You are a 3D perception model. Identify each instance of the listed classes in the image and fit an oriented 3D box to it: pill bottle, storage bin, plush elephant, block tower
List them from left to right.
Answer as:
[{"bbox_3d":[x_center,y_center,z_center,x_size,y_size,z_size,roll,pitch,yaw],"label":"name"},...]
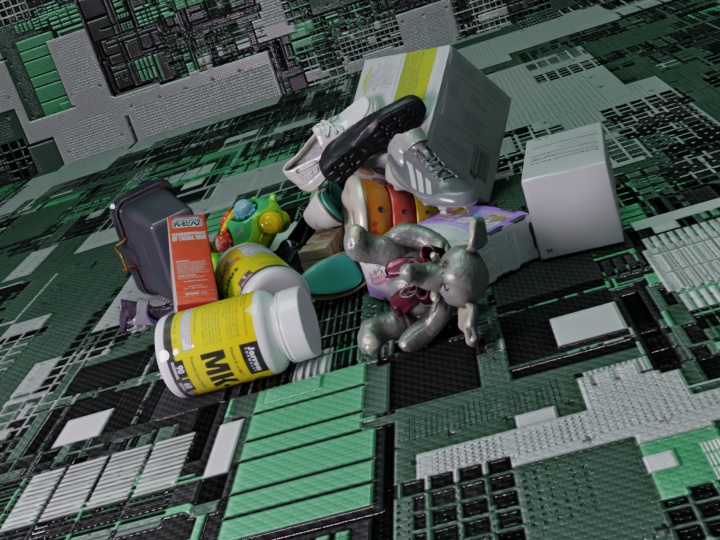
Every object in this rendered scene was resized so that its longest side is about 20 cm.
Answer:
[{"bbox_3d":[-0.342,-0.038,1.731,0.145,0.202,0.134,-28,30,-25],"label":"storage bin"},{"bbox_3d":[-0.159,0.091,1.309,0.198,0.115,0.115,-16,19,10],"label":"pill bottle"},{"bbox_3d":[-0.153,0.024,1.475,0.108,0.110,0.200,-24,23,-16],"label":"pill bottle"},{"bbox_3d":[-0.044,-0.050,1.675,0.057,0.055,0.200,-10,21,23],"label":"block tower"},{"bbox_3d":[0.090,0.013,1.214,0.197,0.167,0.155,1,-12,-14],"label":"plush elephant"}]

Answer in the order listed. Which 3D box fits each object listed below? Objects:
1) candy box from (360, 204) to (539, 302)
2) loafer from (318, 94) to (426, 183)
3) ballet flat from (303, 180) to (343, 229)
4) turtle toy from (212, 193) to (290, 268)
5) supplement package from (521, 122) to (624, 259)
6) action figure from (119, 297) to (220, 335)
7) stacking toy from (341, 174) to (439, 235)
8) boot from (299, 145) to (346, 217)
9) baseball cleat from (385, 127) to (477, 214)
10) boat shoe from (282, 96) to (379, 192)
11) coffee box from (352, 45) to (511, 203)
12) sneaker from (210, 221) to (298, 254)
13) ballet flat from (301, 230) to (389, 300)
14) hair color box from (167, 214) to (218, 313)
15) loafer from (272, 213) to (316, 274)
[{"bbox_3d":[0.123,-0.021,1.415,0.199,0.072,0.167,-27,21,-23],"label":"candy box"},{"bbox_3d":[0.015,-0.220,1.588,0.200,0.068,0.071,-35,41,15],"label":"loafer"},{"bbox_3d":[-0.064,-0.101,1.674,0.069,0.070,0.200,-16,15,7],"label":"ballet flat"},{"bbox_3d":[-0.200,-0.045,1.683,0.201,0.100,0.146,-60,-1,4],"label":"turtle toy"},{"bbox_3d":[0.305,-0.117,1.427,0.118,0.122,0.200,-12,21,17],"label":"supplement package"},{"bbox_3d":[-0.278,0.064,1.570,0.197,0.070,0.130,-6,11,-7],"label":"action figure"},{"bbox_3d":[0.074,-0.087,1.593,0.197,0.148,0.146,-6,17,-9],"label":"stacking toy"},{"bbox_3d":[-0.067,-0.159,1.842,0.073,0.152,0.199,-27,21,-24],"label":"boot"},{"bbox_3d":[0.099,-0.154,1.490,0.069,0.108,0.199,-19,28,-33],"label":"baseball cleat"},{"bbox_3d":[-0.051,-0.218,1.655,0.200,0.069,0.071,-47,40,15],"label":"boat shoe"},{"bbox_3d":[0.112,-0.240,1.708,0.196,0.199,0.202,0,70,43],"label":"coffee box"},{"bbox_3d":[-0.185,-0.060,1.793,0.198,0.086,0.073,-24,18,-20],"label":"sneaker"},{"bbox_3d":[0.000,0.000,1.503,0.198,0.069,0.063,-23,-20,-8],"label":"ballet flat"},{"bbox_3d":[-0.247,0.021,1.470,0.063,0.112,0.201,-6,42,-13],"label":"hair color box"},{"bbox_3d":[-0.120,-0.035,1.692,0.071,0.064,0.200,-9,21,26],"label":"loafer"}]
